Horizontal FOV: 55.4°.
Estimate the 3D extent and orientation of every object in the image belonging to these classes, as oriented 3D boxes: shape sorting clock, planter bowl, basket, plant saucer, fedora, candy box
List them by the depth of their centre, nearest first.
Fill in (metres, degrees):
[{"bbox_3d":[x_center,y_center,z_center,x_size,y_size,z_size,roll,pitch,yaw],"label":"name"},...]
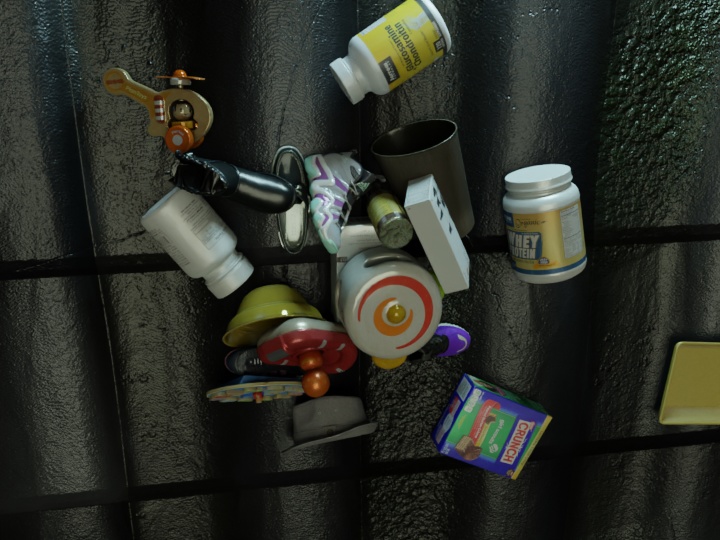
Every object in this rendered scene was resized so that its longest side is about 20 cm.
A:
[{"bbox_3d":[0.128,-0.157,1.266,0.136,0.180,0.201,-41,123,-29],"label":"basket"},{"bbox_3d":[-0.166,0.080,1.299,0.199,0.201,0.084,-10,71,-6],"label":"planter bowl"},{"bbox_3d":[-0.195,0.235,1.319,0.199,0.200,0.039,1,71,-9],"label":"shape sorting clock"},{"bbox_3d":[-0.069,0.301,1.386,0.199,0.177,0.091,-14,79,10],"label":"fedora"},{"bbox_3d":[0.281,0.338,1.478,0.199,0.077,0.170,22,102,-16],"label":"candy box"},{"bbox_3d":[0.770,0.247,1.543,0.199,0.048,0.201,3,106,-10],"label":"plant saucer"}]

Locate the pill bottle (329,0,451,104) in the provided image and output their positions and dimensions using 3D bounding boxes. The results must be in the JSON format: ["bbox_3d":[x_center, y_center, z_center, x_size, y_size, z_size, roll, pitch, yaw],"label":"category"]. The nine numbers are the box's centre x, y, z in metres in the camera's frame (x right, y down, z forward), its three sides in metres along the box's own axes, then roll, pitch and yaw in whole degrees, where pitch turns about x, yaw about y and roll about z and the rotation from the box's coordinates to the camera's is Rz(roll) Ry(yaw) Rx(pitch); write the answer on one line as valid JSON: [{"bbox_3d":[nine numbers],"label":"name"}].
[{"bbox_3d":[0.049,-0.380,1.198,0.200,0.112,0.112,-34,109,2],"label":"pill bottle"}]

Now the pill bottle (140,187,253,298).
[{"bbox_3d":[-0.290,-0.051,1.245,0.114,0.114,0.200,-37,109,4],"label":"pill bottle"}]

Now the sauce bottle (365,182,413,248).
[{"bbox_3d":[0.046,-0.106,1.235,0.064,0.200,0.065,-3,117,-7],"label":"sauce bottle"}]

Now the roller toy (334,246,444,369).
[{"bbox_3d":[0.048,0.061,1.238,0.182,0.140,0.200,37,97,-20],"label":"roller toy"}]

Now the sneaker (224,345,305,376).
[{"bbox_3d":[-0.174,0.173,1.354,0.199,0.082,0.071,7,85,-41],"label":"sneaker"}]

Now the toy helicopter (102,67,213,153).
[{"bbox_3d":[-0.347,-0.299,1.183,0.199,0.079,0.133,27,108,-3],"label":"toy helicopter"}]

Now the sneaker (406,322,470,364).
[{"bbox_3d":[0.132,0.154,1.383,0.199,0.100,0.070,3,109,-9],"label":"sneaker"}]

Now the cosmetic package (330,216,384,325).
[{"bbox_3d":[0.000,0.000,1.325,0.112,0.081,0.201,-5,107,-10],"label":"cosmetic package"}]

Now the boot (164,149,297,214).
[{"bbox_3d":[-0.219,-0.148,1.176,0.197,0.162,0.074,20,97,6],"label":"boot"}]

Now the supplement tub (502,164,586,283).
[{"bbox_3d":[0.352,-0.091,1.319,0.144,0.145,0.201,-14,109,-4],"label":"supplement tub"}]

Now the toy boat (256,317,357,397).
[{"bbox_3d":[-0.089,0.168,1.259,0.130,0.131,0.200,-27,155,32],"label":"toy boat"}]

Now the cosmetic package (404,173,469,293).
[{"bbox_3d":[0.138,-0.062,1.202,0.050,0.083,0.200,-13,126,23],"label":"cosmetic package"}]

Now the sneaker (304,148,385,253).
[{"bbox_3d":[-0.020,-0.135,1.227,0.139,0.078,0.201,-14,69,6],"label":"sneaker"}]

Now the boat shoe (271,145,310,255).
[{"bbox_3d":[-0.125,-0.128,1.276,0.075,0.060,0.201,-9,108,-6],"label":"boat shoe"}]
